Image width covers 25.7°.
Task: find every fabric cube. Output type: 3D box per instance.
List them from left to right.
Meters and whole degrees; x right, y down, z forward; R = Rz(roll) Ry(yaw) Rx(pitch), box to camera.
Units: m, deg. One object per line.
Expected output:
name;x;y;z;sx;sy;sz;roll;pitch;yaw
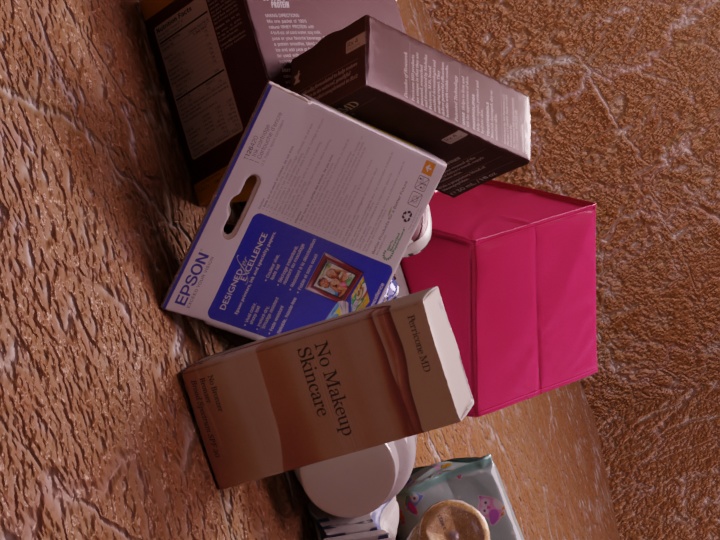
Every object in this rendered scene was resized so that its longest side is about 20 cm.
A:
fabric cube;0.131;0.023;1.763;0.200;0.196;0.200;-16;113;-36

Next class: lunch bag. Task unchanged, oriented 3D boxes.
lunch bag;0.098;0.288;1.664;0.200;0.122;0.171;144;-75;-74

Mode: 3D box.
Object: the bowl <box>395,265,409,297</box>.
bowl;0.006;0.049;1.610;0.200;0.074;0.200;16;56;-75

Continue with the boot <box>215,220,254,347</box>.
boot;-0.098;0.018;1.368;0.200;0.075;0.097;65;-3;-38

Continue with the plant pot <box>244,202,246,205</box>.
plant pot;-0.080;-0.050;1.615;0.200;0.027;0.201;-20;90;-78

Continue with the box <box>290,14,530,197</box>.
box;0.046;-0.137;1.354;0.200;0.100;0.075;21;59;-36

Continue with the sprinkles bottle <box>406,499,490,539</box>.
sprinkles bottle;0.065;0.275;1.467;0.200;0.068;0.068;112;-32;-61

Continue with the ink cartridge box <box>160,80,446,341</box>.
ink cartridge box;-0.049;-0.036;1.281;0.200;0.198;0.047;22;8;-36

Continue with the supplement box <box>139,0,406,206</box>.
supplement box;-0.063;-0.182;1.436;0.197;0.133;0.201;-10;80;-46

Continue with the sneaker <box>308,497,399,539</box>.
sneaker;-0.001;0.270;1.393;0.199;0.080;0.116;-91;174;-75

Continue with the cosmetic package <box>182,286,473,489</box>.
cosmetic package;-0.024;0.091;1.226;0.087;0.199;0.104;-30;101;-78

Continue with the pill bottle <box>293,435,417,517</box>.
pill bottle;-0.005;0.149;1.409;0.200;0.111;0.111;-72;142;-79

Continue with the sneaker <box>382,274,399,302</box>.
sneaker;0.000;0.000;1.480;0.078;0.075;0.201;27;64;-23

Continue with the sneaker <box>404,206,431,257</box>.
sneaker;0.025;-0.121;1.592;0.115;0.075;0.201;37;40;-64
